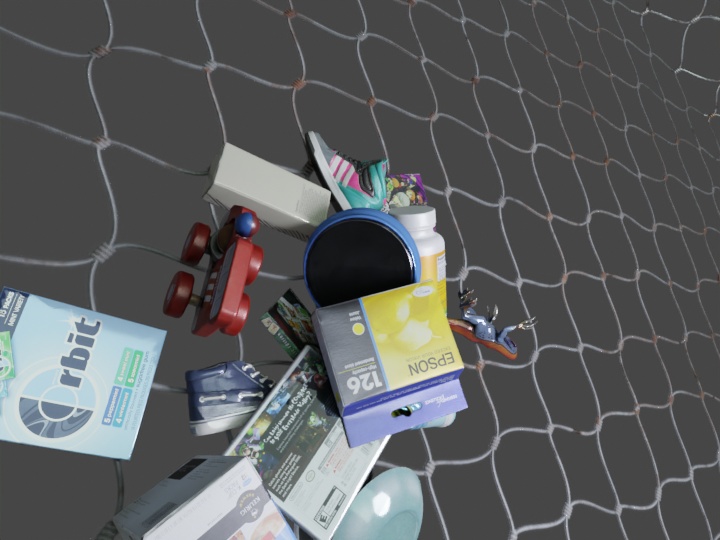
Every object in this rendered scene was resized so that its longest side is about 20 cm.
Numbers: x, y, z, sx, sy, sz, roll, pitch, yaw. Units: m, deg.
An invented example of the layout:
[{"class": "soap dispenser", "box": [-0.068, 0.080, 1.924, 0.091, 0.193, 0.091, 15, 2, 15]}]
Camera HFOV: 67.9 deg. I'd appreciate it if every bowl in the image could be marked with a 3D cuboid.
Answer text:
[{"class": "bowl", "box": [0.000, 0.000, 0.878, 0.201, 0.200, 0.039, 51, 17, -8]}]

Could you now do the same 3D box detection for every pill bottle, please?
[{"class": "pill bottle", "box": [0.094, -0.007, 0.942, 0.110, 0.111, 0.202, -17, 110, -37]}]

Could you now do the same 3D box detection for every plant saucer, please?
[{"class": "plant saucer", "box": [0.038, 0.396, 0.794, 0.200, 0.039, 0.203, -16, 114, -40]}]

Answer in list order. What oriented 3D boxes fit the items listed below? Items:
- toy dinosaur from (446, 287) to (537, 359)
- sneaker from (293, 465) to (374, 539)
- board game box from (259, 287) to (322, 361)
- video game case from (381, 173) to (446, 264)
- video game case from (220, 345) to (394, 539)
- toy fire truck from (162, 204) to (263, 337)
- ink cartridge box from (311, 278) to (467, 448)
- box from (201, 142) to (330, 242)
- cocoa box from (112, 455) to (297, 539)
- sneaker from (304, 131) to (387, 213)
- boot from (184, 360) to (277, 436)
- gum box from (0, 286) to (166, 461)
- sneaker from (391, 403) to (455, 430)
[{"class": "toy dinosaur", "box": [0.252, 0.126, 1.100, 0.199, 0.105, 0.182, -30, 107, -1]}, {"class": "sneaker", "box": [-0.037, 0.338, 0.786, 0.070, 0.099, 0.201, 27, 62, -26]}, {"class": "board game box", "box": [-0.073, 0.128, 0.853, 0.200, 0.023, 0.105, 52, 19, -7]}, {"class": "video game case", "box": [0.069, -0.090, 1.050, 0.180, 0.036, 0.202, -8, 78, -36]}, {"class": "video game case", "box": [-0.064, 0.236, 0.748, 0.182, 0.023, 0.200, 41, 57, -4]}, {"class": "toy fire truck", "box": [-0.189, -0.005, 0.758, 0.112, 0.168, 0.202, 23, 62, -26]}, {"class": "ink cartridge box", "box": [0.048, 0.131, 0.791, 0.196, 0.047, 0.201, -14, 72, -18]}, {"class": "box", "box": [-0.153, -0.125, 0.889, 0.199, 0.068, 0.083, 23, 61, -26]}, {"class": "cocoa box", "box": [-0.185, 0.311, 0.629, 0.133, 0.200, 0.132, -32, 93, -36]}, {"class": "sneaker", "box": [-0.012, -0.182, 0.961, 0.120, 0.084, 0.201, -26, 79, -9]}, {"class": "boot", "box": [-0.152, 0.171, 0.781, 0.199, 0.073, 0.091, -6, 83, -35]}, {"class": "gum box", "box": [-0.366, 0.132, 0.666, 0.199, 0.044, 0.171, 21, 63, -26]}, {"class": "sneaker", "box": [0.094, 0.184, 0.944, 0.130, 0.079, 0.202, -2, 74, -36]}]
